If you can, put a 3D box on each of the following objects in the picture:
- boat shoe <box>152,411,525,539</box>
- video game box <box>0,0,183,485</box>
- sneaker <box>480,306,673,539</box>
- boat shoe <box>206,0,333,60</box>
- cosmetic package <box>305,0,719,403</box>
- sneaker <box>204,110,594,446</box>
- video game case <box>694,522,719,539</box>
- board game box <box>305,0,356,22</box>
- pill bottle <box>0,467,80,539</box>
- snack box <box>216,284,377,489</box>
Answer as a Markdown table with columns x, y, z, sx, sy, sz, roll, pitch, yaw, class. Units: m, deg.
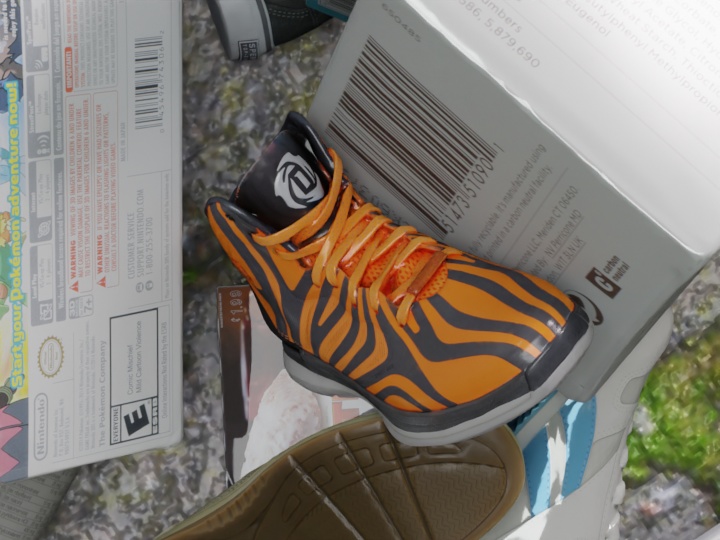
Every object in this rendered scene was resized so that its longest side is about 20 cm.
| x | y | z | sx | sy | sz | roll | pitch | yaw | class |
| --- | --- | --- | --- | --- | --- | --- | --- | --- | --- |
| -0.021 | 0.106 | 1.016 | 0.199 | 0.065 | 0.073 | -29 | 95 | 17 | boat shoe |
| -0.150 | -0.015 | 0.923 | 0.047 | 0.181 | 0.202 | 14 | 108 | 44 | video game box |
| 0.080 | 0.094 | 1.048 | 0.081 | 0.076 | 0.201 | 35 | 85 | -19 | sneaker |
| -0.064 | -0.194 | 1.071 | 0.056 | 0.069 | 0.202 | -19 | 92 | -6 | boat shoe |
| 0.107 | -0.091 | 0.970 | 0.165 | 0.165 | 0.200 | 42 | 66 | 6 | cosmetic package |
| 0.000 | 0.000 | 0.943 | 0.078 | 0.199 | 0.112 | -46 | 116 | -23 | sneaker |
| 0.195 | 0.182 | 0.994 | 0.199 | 0.023 | 0.183 | -24 | 85 | -42 | video game case |
| 0.037 | -0.215 | 0.999 | 0.047 | 0.151 | 0.201 | 22 | 75 | 3 | board game box |
| -0.166 | 0.058 | 1.038 | 0.109 | 0.110 | 0.201 | 30 | 89 | 4 | pill bottle |
| -0.022 | 0.105 | 1.070 | 0.071 | 0.024 | 0.202 | -3 | 87 | 4 | snack box |
